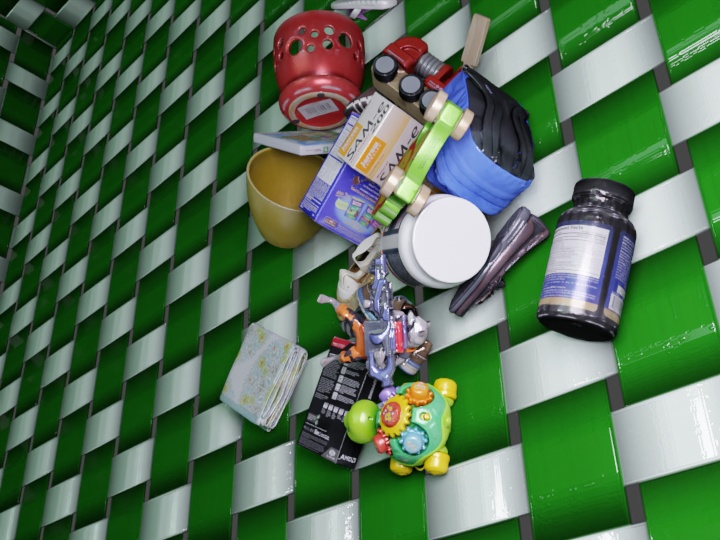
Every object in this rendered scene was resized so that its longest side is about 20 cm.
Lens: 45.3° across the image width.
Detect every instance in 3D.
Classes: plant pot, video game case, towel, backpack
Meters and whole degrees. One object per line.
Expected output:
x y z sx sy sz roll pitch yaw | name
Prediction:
-0.084 -0.406 1.805 0.198 0.198 0.187 -23 61 40 | plant pot
-0.094 -0.262 1.751 0.199 0.179 0.023 24 117 52 | video game case
-0.194 0.208 1.702 0.198 0.048 0.174 17 80 52 | towel
-0.145 -0.132 1.743 0.202 0.196 0.144 -108 28 -42 | plant pot
0.189 -0.184 1.371 0.168 0.160 0.203 -49 29 37 | backpack

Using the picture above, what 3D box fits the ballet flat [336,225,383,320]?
0.000 0.000 1.573 0.201 0.070 0.071 -53 39 14 | ballet flat

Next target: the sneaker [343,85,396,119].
0.059 -0.364 1.716 0.197 0.075 0.118 -11 55 34 | sneaker

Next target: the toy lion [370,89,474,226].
0.080 -0.160 1.304 0.202 0.068 0.192 -60 7 0 | toy lion

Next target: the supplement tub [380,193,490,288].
0.115 -0.044 1.349 0.143 0.138 0.200 -67 10 -4 | supplement tub

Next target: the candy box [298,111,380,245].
0.007 -0.158 1.571 0.077 0.168 0.202 38 98 48 | candy box

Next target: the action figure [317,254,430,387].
0.024 0.076 1.379 0.190 0.104 0.205 4 91 29 | action figure

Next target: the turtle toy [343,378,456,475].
0.060 0.236 1.338 0.198 0.100 0.149 -14 59 45 | turtle toy

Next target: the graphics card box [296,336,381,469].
-0.029 0.226 1.492 0.124 0.050 0.204 8 75 51 | graphics card box

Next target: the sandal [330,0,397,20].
0.003 -0.577 1.907 0.201 0.081 0.051 21 128 51 | sandal

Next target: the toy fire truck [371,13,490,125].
0.137 -0.375 1.566 0.175 0.129 0.200 40 76 19 | toy fire truck

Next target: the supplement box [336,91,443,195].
0.073 -0.197 1.489 0.127 0.198 0.074 -56 39 9 | supplement box

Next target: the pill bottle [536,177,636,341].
0.313 -0.016 1.175 0.111 0.111 0.204 0 69 49 | pill bottle

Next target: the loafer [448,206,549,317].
0.213 -0.001 1.328 0.202 0.062 0.072 -55 6 16 | loafer

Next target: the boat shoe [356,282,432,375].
0.063 0.084 1.457 0.072 0.072 0.201 -46 51 14 | boat shoe
